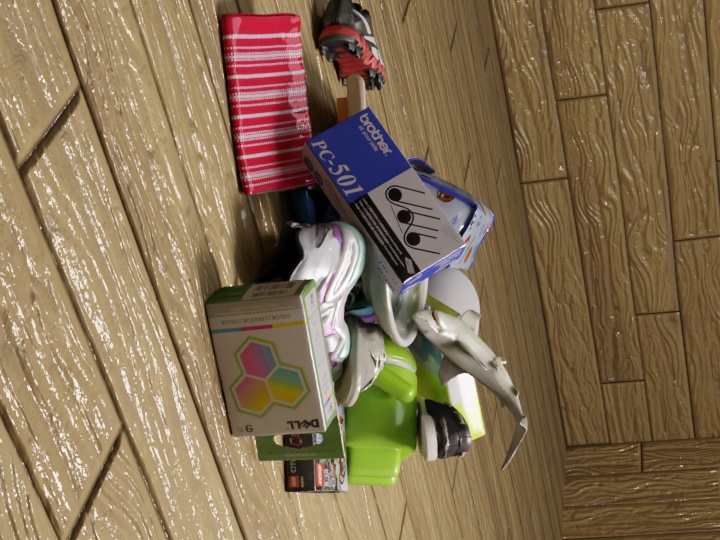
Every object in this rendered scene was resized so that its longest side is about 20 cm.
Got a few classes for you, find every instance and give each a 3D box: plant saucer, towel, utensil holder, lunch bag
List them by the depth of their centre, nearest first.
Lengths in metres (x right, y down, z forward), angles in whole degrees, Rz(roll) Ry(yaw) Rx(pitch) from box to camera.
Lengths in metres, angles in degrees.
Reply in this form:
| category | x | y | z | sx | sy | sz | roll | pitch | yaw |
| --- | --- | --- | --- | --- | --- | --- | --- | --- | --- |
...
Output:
| category | x | y | z | sx | sy | sz | roll | pitch | yaw |
| --- | --- | --- | --- | --- | --- | --- | --- | --- | --- |
| towel | -0.101 | -0.192 | 1.484 | 0.144 | 0.022 | 0.203 | -14 | 98 | -57 |
| plant saucer | 0.038 | -0.009 | 1.591 | 0.200 | 0.049 | 0.204 | 3 | 90 | -73 |
| utensil holder | 0.092 | 0.094 | 1.914 | 0.200 | 0.167 | 0.173 | -64 | 146 | -67 |
| lunch bag | 0.085 | -0.094 | 1.922 | 0.125 | 0.198 | 0.170 | -63 | 165 | 4 |

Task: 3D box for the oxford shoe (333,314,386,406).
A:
| category | x | y | z | sx | sy | sz | roll | pitch | yaw |
| --- | --- | --- | --- | --- | --- | --- | --- | --- | --- |
| oxford shoe | 0.002 | 0.105 | 1.533 | 0.200 | 0.057 | 0.076 | -86 | -163 | -74 |

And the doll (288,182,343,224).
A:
| category | x | y | z | sx | sy | sz | roll | pitch | yaw |
| --- | --- | --- | --- | --- | --- | --- | --- | --- | --- |
| doll | -0.060 | -0.091 | 1.623 | 0.201 | 0.048 | 0.138 | 62 | 25 | -57 |

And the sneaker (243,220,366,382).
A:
| category | x | y | z | sx | sy | sz | roll | pitch | yaw |
| --- | --- | --- | --- | --- | --- | --- | --- | --- | --- |
| sneaker | -0.077 | 0.041 | 1.437 | 0.138 | 0.077 | 0.203 | 5 | 97 | -40 |

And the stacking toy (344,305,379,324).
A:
| category | x | y | z | sx | sy | sz | roll | pitch | yaw |
| --- | --- | --- | --- | --- | --- | --- | --- | --- | --- |
| stacking toy | 0.000 | 0.000 | 1.675 | 0.201 | 0.084 | 0.087 | 80 | 11 | -59 |

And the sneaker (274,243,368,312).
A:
| category | x | y | z | sx | sy | sz | roll | pitch | yaw |
| --- | --- | --- | --- | --- | --- | --- | --- | --- | --- |
| sneaker | -0.045 | 0.011 | 1.560 | 0.200 | 0.090 | 0.079 | 38 | 47 | -70 |

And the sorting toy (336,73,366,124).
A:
| category | x | y | z | sx | sy | sz | roll | pitch | yaw |
| --- | --- | --- | --- | --- | --- | --- | --- | --- | --- |
| sorting toy | -0.015 | -0.149 | 1.770 | 0.200 | 0.036 | 0.188 | 117 | -29 | -80 |

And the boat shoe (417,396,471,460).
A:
| category | x | y | z | sx | sy | sz | roll | pitch | yaw |
| --- | --- | --- | --- | --- | --- | --- | --- | --- | --- |
| boat shoe | 0.104 | 0.200 | 1.655 | 0.200 | 0.059 | 0.075 | 125 | -38 | -88 |

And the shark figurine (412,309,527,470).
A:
| category | x | y | z | sx | sy | sz | roll | pitch | yaw |
| --- | --- | --- | --- | --- | --- | --- | --- | --- | --- |
| shark figurine | 0.141 | 0.137 | 1.644 | 0.215 | 0.089 | 0.128 | 51 | 26 | 6 |

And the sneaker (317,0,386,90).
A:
| category | x | y | z | sx | sy | sz | roll | pitch | yaw |
| --- | --- | --- | --- | --- | --- | --- | --- | --- | --- |
| sneaker | -0.008 | -0.326 | 1.870 | 0.200 | 0.070 | 0.100 | 43 | 46 | -67 |

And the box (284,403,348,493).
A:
| category | x | y | z | sx | sy | sz | roll | pitch | yaw |
| --- | --- | --- | --- | --- | --- | --- | --- | --- | --- |
| box | -0.055 | 0.165 | 1.569 | 0.136 | 0.037 | 0.203 | 31 | 54 | -72 |

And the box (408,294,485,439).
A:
| category | x | y | z | sx | sy | sz | roll | pitch | yaw |
| --- | --- | --- | --- | --- | --- | --- | --- | --- | --- |
| box | 0.104 | 0.119 | 1.748 | 0.122 | 0.047 | 0.203 | 31 | -43 | 63 |

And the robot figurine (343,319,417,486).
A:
| category | x | y | z | sx | sy | sz | roll | pitch | yaw |
| --- | --- | --- | --- | --- | --- | --- | --- | --- | --- |
| robot figurine | 0.016 | 0.173 | 1.686 | 0.176 | 0.114 | 0.203 | 95 | -4 | -66 |

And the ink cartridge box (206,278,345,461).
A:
| category | x | y | z | sx | sy | sz | roll | pitch | yaw |
| --- | --- | --- | --- | --- | --- | --- | --- | --- | --- |
| ink cartridge box | -0.085 | 0.115 | 1.342 | 0.059 | 0.102 | 0.203 | -54 | 137 | -68 |

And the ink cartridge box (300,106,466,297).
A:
| category | x | y | z | sx | sy | sz | roll | pitch | yaw |
| --- | --- | --- | --- | --- | --- | --- | --- | --- | --- |
| ink cartridge box | 0.025 | -0.079 | 1.483 | 0.201 | 0.093 | 0.044 | 56 | -20 | 13 |
